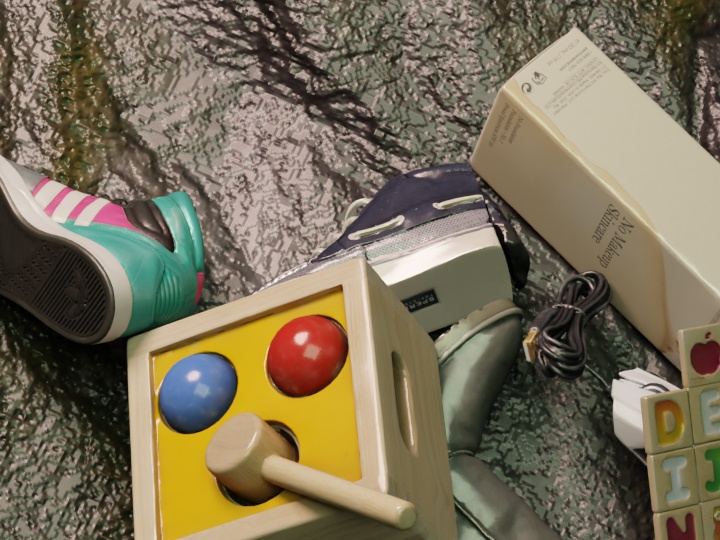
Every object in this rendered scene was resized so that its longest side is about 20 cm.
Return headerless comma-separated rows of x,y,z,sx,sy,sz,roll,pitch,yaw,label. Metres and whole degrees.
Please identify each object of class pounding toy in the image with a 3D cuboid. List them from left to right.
-0.034,0.106,1.434,0.183,0.142,0.201,-19,53,18,pounding toy

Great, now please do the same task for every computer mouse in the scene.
0.185,0.086,1.547,0.200,0.044,0.110,44,27,2,computer mouse

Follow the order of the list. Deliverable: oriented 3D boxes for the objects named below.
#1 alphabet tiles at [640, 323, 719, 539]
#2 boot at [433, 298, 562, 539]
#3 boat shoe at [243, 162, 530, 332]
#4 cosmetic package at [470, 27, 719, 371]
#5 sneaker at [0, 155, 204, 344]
0.235,0.127,1.517,0.166,0.006,0.202,-8,93,-34,alphabet tiles
0.090,0.141,1.527,0.200,0.073,0.182,42,84,19,boot
0.000,0.000,1.587,0.199,0.075,0.093,-16,42,-1,boat shoe
0.168,-0.040,1.588,0.073,0.104,0.200,-38,74,-24,cosmetic package
-0.161,-0.022,1.567,0.120,0.084,0.200,-5,31,-42,sneaker
